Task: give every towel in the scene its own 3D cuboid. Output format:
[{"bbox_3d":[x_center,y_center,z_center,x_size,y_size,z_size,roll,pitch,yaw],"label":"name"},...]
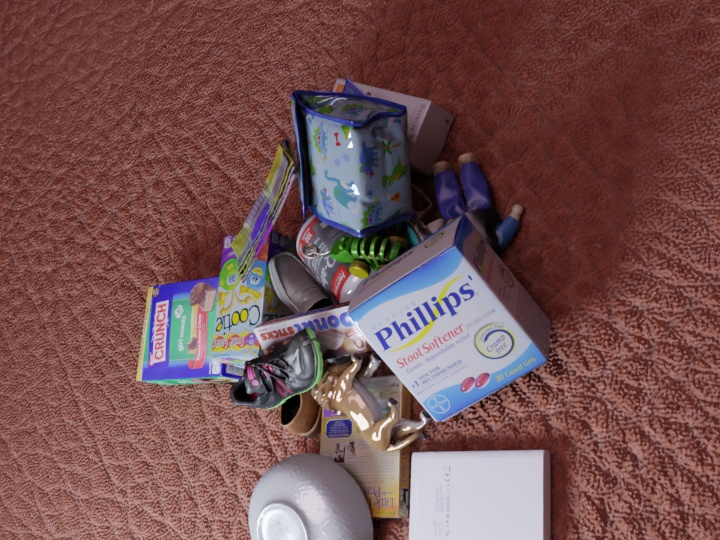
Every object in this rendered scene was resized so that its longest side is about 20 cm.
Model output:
[{"bbox_3d":[-0.144,-0.093,1.498,0.200,0.023,0.144,-62,20,18],"label":"towel"}]

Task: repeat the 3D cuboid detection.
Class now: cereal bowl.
[{"bbox_3d":[-0.084,0.362,1.416,0.200,0.083,0.200,3,96,35],"label":"cereal bowl"}]

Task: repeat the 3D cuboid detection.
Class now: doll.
[{"bbox_3d":[0.163,-0.068,1.419,0.136,0.048,0.200,-16,65,8],"label":"doll"}]

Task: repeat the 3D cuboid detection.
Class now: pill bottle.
[{"bbox_3d":[0.000,0.000,1.482,0.116,0.116,0.200,-51,52,13],"label":"pill bottle"}]

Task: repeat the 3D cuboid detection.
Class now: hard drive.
[{"bbox_3d":[0.155,0.304,1.324,0.200,0.025,0.132,-8,71,36],"label":"hard drive"}]

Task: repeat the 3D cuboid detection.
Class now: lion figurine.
[{"bbox_3d":[0.008,0.193,1.404,0.200,0.072,0.123,52,124,31],"label":"lion figurine"}]

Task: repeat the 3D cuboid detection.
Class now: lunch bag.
[{"bbox_3d":[-0.030,-0.158,1.426,0.200,0.127,0.170,27,128,48],"label":"lunch bag"}]

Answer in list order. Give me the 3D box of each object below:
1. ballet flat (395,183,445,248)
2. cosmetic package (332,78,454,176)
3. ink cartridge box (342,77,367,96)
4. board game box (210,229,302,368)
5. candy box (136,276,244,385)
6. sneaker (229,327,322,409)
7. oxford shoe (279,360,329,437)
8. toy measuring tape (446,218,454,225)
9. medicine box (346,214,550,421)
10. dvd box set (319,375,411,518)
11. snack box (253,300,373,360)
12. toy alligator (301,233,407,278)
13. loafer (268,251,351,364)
[{"bbox_3d":[0.085,-0.069,1.471,0.072,0.072,0.200,-42,64,20],"label":"ballet flat"},{"bbox_3d":[0.034,-0.223,1.556,0.200,0.071,0.102,21,89,39],"label":"cosmetic package"},{"bbox_3d":[-0.023,-0.178,1.527,0.119,0.042,0.200,47,136,19],"label":"ink cartridge box"},{"bbox_3d":[-0.156,0.049,1.594,0.105,0.103,0.200,-8,71,36],"label":"board game box"},{"bbox_3d":[-0.273,0.103,1.684,0.200,0.077,0.169,-8,71,37],"label":"candy box"},{"bbox_3d":[-0.120,0.149,1.437,0.200,0.084,0.077,-46,60,40],"label":"sneaker"},{"bbox_3d":[-0.082,0.148,1.528,0.071,0.071,0.200,-6,70,38],"label":"oxford shoe"},{"bbox_3d":[0.122,0.020,1.393,0.074,0.073,0.200,36,122,39],"label":"toy measuring tape"},{"bbox_3d":[0.116,0.064,1.312,0.182,0.200,0.103,-34,16,25],"label":"medicine box"},{"bbox_3d":[0.006,0.255,1.450,0.146,0.029,0.200,-11,69,35],"label":"dvd box set"},{"bbox_3d":[-0.066,0.094,1.450,0.200,0.024,0.072,-15,104,38],"label":"snack box"},{"bbox_3d":[-0.003,-0.028,1.394,0.200,0.054,0.059,8,61,25],"label":"toy alligator"},{"bbox_3d":[-0.068,0.049,1.509,0.070,0.070,0.200,-33,77,-23],"label":"loafer"}]
